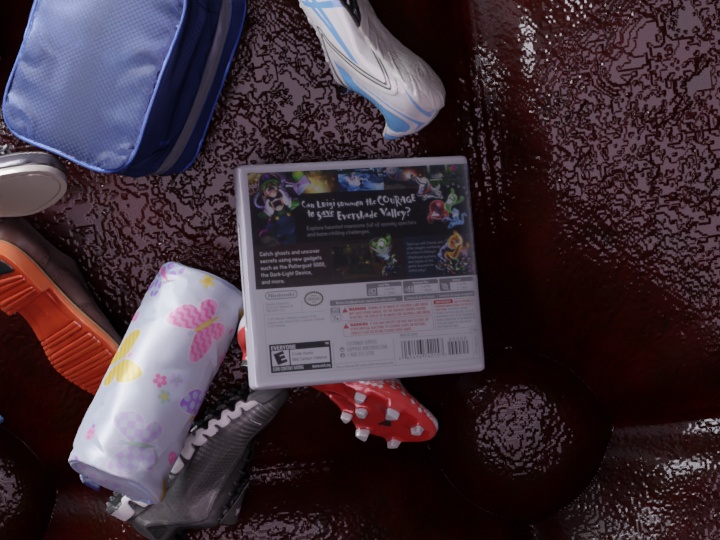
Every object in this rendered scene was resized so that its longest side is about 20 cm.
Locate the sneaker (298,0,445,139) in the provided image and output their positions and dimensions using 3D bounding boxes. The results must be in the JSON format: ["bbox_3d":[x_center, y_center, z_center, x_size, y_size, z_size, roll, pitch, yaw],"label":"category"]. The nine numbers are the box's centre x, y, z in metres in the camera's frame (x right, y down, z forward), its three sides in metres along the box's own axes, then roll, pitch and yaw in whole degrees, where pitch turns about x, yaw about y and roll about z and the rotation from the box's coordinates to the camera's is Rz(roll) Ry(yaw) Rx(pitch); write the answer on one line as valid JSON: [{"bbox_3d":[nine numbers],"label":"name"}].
[{"bbox_3d":[-0.013,-0.194,1.237,0.072,0.072,0.200,-39,88,29],"label":"sneaker"}]

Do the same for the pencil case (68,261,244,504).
[{"bbox_3d":[-0.164,0.094,1.249,0.091,0.083,0.200,33,70,-32],"label":"pencil case"}]

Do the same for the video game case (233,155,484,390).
[{"bbox_3d":[0.000,0.000,1.237,0.200,0.023,0.182,-4,87,-16],"label":"video game case"}]

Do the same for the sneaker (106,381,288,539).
[{"bbox_3d":[-0.123,0.173,1.307,0.200,0.066,0.091,-41,96,13],"label":"sneaker"}]

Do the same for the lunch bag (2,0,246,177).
[{"bbox_3d":[-0.184,-0.181,1.222,0.136,0.132,0.200,26,102,16],"label":"lunch bag"}]

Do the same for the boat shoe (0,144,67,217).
[{"bbox_3d":[-0.316,-0.080,1.246,0.200,0.073,0.063,-12,63,38],"label":"boat shoe"}]

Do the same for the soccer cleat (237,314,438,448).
[{"bbox_3d":[-0.013,0.080,1.281,0.200,0.085,0.069,30,142,-16],"label":"soccer cleat"}]

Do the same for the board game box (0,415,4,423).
[{"bbox_3d":[-0.442,0.150,1.342,0.200,0.037,0.151,-43,93,10],"label":"board game box"}]

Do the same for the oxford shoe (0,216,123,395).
[{"bbox_3d":[-0.245,0.034,1.292,0.071,0.073,0.200,-23,118,32],"label":"oxford shoe"}]
